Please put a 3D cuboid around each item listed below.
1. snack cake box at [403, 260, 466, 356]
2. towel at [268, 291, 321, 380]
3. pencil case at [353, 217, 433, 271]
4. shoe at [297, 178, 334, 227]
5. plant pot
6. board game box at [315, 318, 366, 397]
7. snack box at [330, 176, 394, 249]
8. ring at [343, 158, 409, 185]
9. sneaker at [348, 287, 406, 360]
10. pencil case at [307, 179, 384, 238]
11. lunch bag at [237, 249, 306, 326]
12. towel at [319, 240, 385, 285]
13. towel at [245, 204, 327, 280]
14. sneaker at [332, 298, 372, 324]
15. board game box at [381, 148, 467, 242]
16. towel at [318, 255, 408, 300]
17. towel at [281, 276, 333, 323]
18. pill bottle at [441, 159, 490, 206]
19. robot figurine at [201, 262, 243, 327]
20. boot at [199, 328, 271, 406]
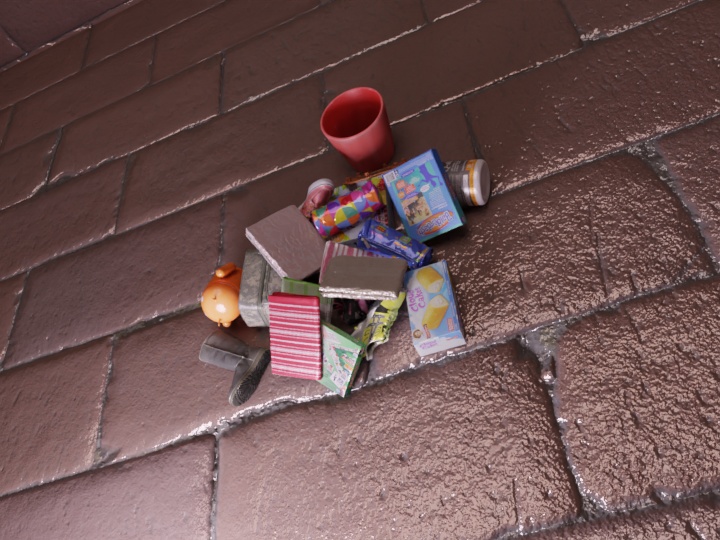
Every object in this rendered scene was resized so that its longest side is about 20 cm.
[{"bbox_3d":[0.172,0.087,1.484,0.114,0.067,0.202,-17,52,14],"label":"snack cake box"},{"bbox_3d":[-0.154,0.154,1.501,0.143,0.022,0.203,3,98,28],"label":"towel"},{"bbox_3d":[0.082,-0.060,1.579,0.198,0.079,0.087,26,32,15],"label":"pencil case"},{"bbox_3d":[-0.128,-0.163,1.753,0.200,0.071,0.092,-46,41,45],"label":"shoe"},{"bbox_3d":[0.007,-0.394,1.819,0.198,0.178,0.203,-13,53,18],"label":"plant pot"},{"bbox_3d":[-0.092,0.192,1.497,0.198,0.029,0.136,27,107,25],"label":"board game box"},{"bbox_3d":[0.004,-0.153,1.729,0.166,0.068,0.202,-14,52,17],"label":"snack box"},{"bbox_3d":[0.045,-0.275,1.741,0.198,0.019,0.201,-18,12,4],"label":"ring"},{"bbox_3d":[0.052,0.127,1.503,0.076,0.075,0.201,45,108,30],"label":"sneaker"},{"bbox_3d":[-0.038,-0.162,1.660,0.198,0.089,0.089,-24,51,8],"label":"pencil case"},{"bbox_3d":[-0.223,0.041,1.672,0.165,0.140,0.202,0,58,6],"label":"lunch bag"},{"bbox_3d":[0.000,0.000,1.579,0.197,0.030,0.148,11,48,-4],"label":"towel"},{"bbox_3d":[-0.178,-0.067,1.653,0.200,0.032,0.190,49,47,9],"label":"towel"},{"bbox_3d":[-0.042,0.054,1.615,0.095,0.079,0.201,-39,48,12],"label":"sneaker"},{"bbox_3d":[0.160,-0.182,1.589,0.151,0.045,0.202,-22,91,28],"label":"board game box"},{"bbox_3d":[0.006,0.018,1.489,0.197,0.035,0.133,4,41,15],"label":"towel"},{"bbox_3d":[-0.142,0.127,1.547,0.147,0.031,0.203,11,104,23],"label":"towel"},{"bbox_3d":[0.229,-0.224,1.635,0.197,0.117,0.118,1,58,26],"label":"pill bottle"},{"bbox_3d":[-0.361,0.062,1.698,0.144,0.116,0.201,-49,12,24],"label":"robot figurine"},{"bbox_3d":[-0.346,0.246,1.628,0.198,0.073,0.183,15,52,26],"label":"boot"}]
